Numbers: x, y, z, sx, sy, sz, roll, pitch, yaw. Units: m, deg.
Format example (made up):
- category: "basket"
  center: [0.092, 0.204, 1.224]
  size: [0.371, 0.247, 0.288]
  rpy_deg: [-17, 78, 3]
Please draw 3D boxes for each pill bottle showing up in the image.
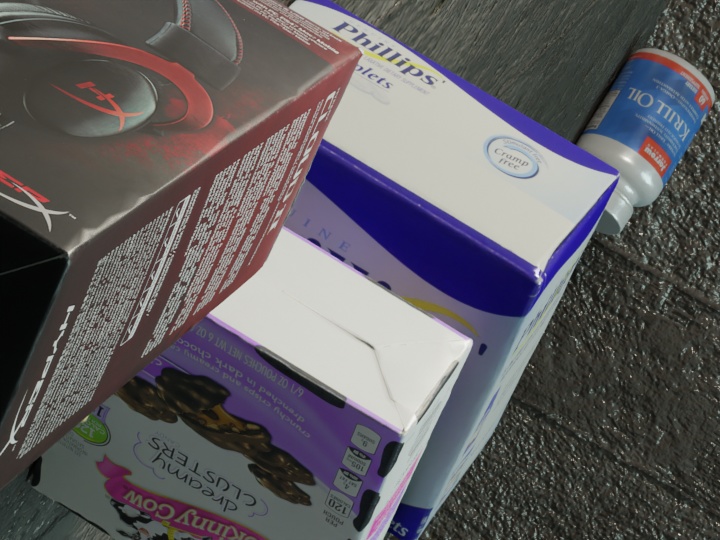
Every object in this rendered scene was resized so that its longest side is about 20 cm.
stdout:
- category: "pill bottle"
  center: [0.309, -0.143, 2.858]
  size: [0.200, 0.112, 0.112]
  rpy_deg: [-58, 172, -17]

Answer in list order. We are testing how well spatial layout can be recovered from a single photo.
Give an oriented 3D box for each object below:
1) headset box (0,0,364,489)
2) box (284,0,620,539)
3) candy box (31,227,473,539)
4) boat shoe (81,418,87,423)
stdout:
- category: "headset box"
  center: [-0.100, -0.041, 0.613]
  size: [0.075, 0.148, 0.200]
  rpy_deg: [-63, 170, 26]
- category: "box"
  center: [0.000, 0.000, 1.244]
  size: [0.105, 0.184, 0.200]
  rpy_deg: [-48, 165, -47]
- category: "candy box"
  center: [-0.057, 0.070, 1.191]
  size: [0.072, 0.167, 0.200]
  rpy_deg: [-52, 169, -39]
- category: "boat shoe"
  center: [-0.087, -0.038, 1.003]
  size: [0.201, 0.063, 0.073]
  rpy_deg: [-59, 172, -8]
